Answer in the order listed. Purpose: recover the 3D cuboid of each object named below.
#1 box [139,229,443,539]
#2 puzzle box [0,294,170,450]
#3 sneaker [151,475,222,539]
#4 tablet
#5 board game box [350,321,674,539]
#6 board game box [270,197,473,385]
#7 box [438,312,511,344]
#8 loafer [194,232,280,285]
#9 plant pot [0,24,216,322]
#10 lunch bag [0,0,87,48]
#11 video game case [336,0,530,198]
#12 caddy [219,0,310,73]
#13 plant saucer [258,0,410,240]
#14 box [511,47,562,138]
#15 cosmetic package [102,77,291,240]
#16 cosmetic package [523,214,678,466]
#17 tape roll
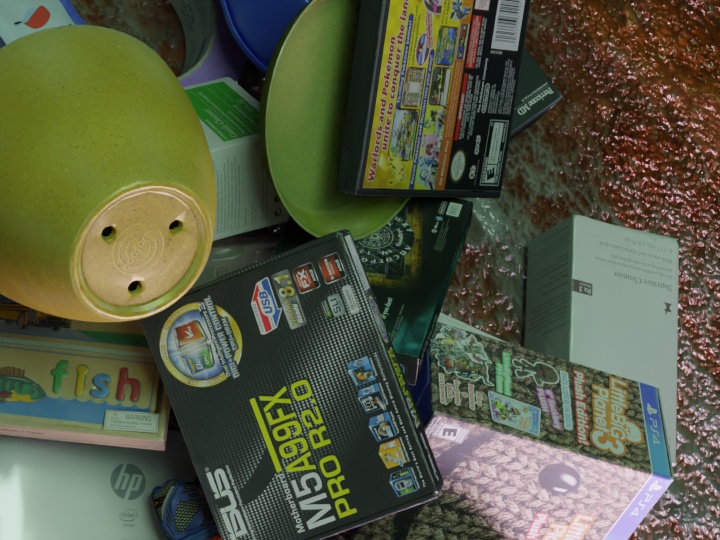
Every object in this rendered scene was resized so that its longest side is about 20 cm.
[{"bbox_3d":[-0.049,0.091,1.528,0.159,0.044,0.201,-20,91,8],"label":"box"},{"bbox_3d":[-0.231,0.055,1.573,0.199,0.025,0.134,6,67,-1],"label":"puzzle box"},{"bbox_3d":[-0.075,0.146,1.621,0.200,0.075,0.079,-35,89,-37],"label":"sneaker"},{"bbox_3d":[-0.175,0.179,1.606,0.199,0.014,0.131,7,69,-25],"label":"tablet"},{"bbox_3d":[0.112,0.149,1.655,0.199,0.160,0.097,16,41,-16],"label":"board game box"},{"bbox_3d":[0.000,0.000,1.629,0.135,0.028,0.200,13,39,8],"label":"board game box"},{"bbox_3d":[0.040,0.050,1.747,0.199,0.039,0.042,23,61,-18],"label":"box"},{"bbox_3d":[-0.134,-0.001,1.674,0.199,0.063,0.072,0,105,-24],"label":"loafer"},{"bbox_3d":[-0.174,-0.045,1.444,0.199,0.201,0.142,-17,35,-25],"label":"plant pot"},{"bbox_3d":[-0.295,-0.144,1.544,0.170,0.200,0.124,-27,127,-29],"label":"lunch bag"},{"bbox_3d":[0.060,-0.156,1.643,0.180,0.025,0.201,-1,103,-50],"label":"video game case"},{"bbox_3d":[-0.047,-0.231,1.703,0.141,0.105,0.201,1,60,-39],"label":"caddy"},{"bbox_3d":[-0.012,-0.122,1.610,0.200,0.031,0.201,-19,115,-46],"label":"plant saucer"},{"bbox_3d":[0.048,-0.140,1.798,0.200,0.079,0.141,-35,85,-32],"label":"box"},{"bbox_3d":[-0.162,-0.068,1.606,0.199,0.085,0.108,-16,36,-29],"label":"cosmetic package"},{"bbox_3d":[0.200,0.067,1.798,0.112,0.081,0.201,12,66,-24],"label":"cosmetic package"},{"bbox_3d":[-0.189,-0.197,1.707,0.199,0.066,0.201,10,67,-24],"label":"tape roll"}]
